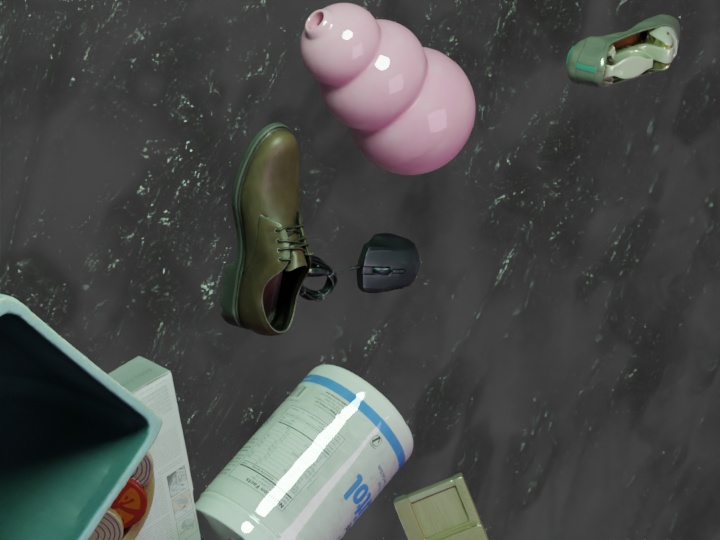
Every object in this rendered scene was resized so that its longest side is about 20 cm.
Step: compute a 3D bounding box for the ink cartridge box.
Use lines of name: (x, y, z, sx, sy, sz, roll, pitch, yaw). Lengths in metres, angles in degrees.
ink cartridge box: (-0.211, 0.191, 1.731, 0.109, 0.050, 0.200, -31, 127, -35)

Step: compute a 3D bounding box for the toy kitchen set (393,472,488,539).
toy kitchen set: (0.074, 0.340, 2.094, 0.163, 0.180, 0.200, -22, 89, 2)

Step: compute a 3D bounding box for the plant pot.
plant pot: (-0.319, 0.124, 1.470, 0.197, 0.200, 0.196, -57, 133, -14)

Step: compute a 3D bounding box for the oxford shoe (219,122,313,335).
oxford shoe: (-0.073, -0.036, 1.759, 0.073, 0.084, 0.201, -11, 112, -42)

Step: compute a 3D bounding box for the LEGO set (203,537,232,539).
LEGO set: (-0.164, 0.318, 1.761, 0.153, 0.200, 0.116, -16, 80, -19)

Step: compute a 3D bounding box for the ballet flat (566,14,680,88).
ballet flat: (0.308, -0.236, 2.096, 0.200, 0.064, 0.068, -20, 120, -41)

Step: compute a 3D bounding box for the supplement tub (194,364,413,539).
supplement tub: (-0.055, 0.202, 1.840, 0.200, 0.132, 0.132, -49, 135, -21)

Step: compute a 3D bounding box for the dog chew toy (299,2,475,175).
dog chew toy: (0.019, -0.177, 1.778, 0.200, 0.124, 0.125, 40, 76, -39)

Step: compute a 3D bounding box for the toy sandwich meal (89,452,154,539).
toy sandwich meal: (-0.268, 0.206, 1.620, 0.205, 0.070, 0.206, -9, 119, -18)

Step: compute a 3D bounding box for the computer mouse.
computer mouse: (0.000, 0.000, 1.870, 0.200, 0.034, 0.059, -11, 115, -52)
